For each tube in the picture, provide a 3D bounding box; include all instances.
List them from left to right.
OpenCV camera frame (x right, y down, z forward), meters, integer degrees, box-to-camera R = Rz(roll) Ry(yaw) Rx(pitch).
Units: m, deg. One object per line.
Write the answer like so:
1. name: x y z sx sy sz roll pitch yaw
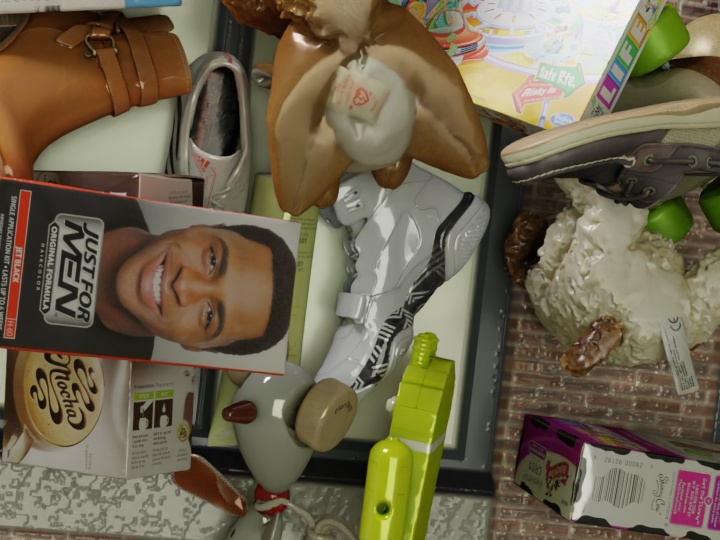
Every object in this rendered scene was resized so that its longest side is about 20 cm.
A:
1. tube: -0.065 0.031 1.108 0.057 0.052 0.203 10 97 5

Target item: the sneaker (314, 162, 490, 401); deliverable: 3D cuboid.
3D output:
1. sneaker: 0.000 0.000 1.115 0.115 0.075 0.201 38 79 -10

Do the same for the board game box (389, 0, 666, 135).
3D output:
1. board game box: 0.107 -0.176 1.079 0.034 0.199 0.136 32 84 -53

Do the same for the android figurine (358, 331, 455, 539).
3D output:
1. android figurine: 0.033 0.144 1.074 0.040 0.182 0.203 10 92 8

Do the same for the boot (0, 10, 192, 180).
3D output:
1. boot: -0.189 -0.119 1.020 0.153 0.074 0.202 -2 49 -17

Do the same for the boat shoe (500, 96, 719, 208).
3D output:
1. boat shoe: 0.183 -0.073 0.985 0.198 0.072 0.066 -13 96 -29

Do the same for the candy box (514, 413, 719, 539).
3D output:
1. candy box: 0.231 0.161 1.137 0.197 0.136 0.062 9 92 -12

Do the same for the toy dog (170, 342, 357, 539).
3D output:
1. toy dog: -0.074 0.142 1.057 0.096 0.131 0.203 -18 111 -49

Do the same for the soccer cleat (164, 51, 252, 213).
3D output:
1. soccer cleat: -0.112 -0.057 1.080 0.068 0.085 0.203 8 90 -12

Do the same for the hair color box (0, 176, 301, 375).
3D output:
1. hair color box: -0.141 0.005 0.943 0.198 0.061 0.103 7 88 -27

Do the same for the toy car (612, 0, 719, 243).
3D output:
1. toy car: 0.259 -0.140 1.155 0.200 0.157 0.165 -42 105 -36

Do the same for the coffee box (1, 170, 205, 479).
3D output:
1. coffee box: -0.176 0.033 1.034 0.112 0.080 0.203 4 92 29

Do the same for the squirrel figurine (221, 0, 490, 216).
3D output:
1. squirrel figurine: -0.018 -0.147 1.023 0.140 0.187 0.202 -19 107 -4

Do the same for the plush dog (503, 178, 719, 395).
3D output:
1. plush dog: 0.184 0.020 1.103 0.199 0.172 0.161 36 79 0

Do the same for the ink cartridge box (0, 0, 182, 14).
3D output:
1. ink cartridge box: -0.226 -0.216 1.028 0.197 0.116 0.068 -5 109 -13
